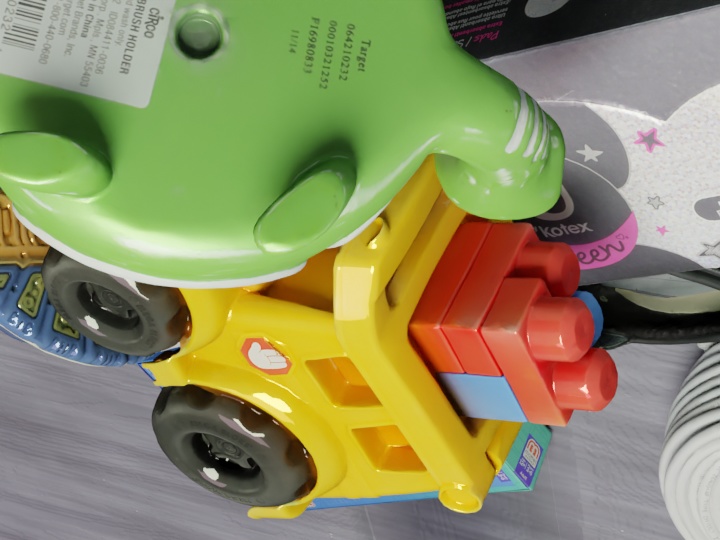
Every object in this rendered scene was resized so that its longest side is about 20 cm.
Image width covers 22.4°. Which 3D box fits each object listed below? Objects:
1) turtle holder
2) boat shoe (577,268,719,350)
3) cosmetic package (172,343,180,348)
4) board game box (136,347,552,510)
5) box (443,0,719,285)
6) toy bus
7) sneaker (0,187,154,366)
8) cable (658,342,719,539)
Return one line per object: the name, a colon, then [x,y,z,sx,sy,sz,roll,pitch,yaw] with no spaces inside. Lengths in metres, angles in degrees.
turtle holder: [-0.034,-0.066,0.570,0.184,0.142,0.132,-16,174,-9]
boat shoe: [0.119,0.009,0.877,0.198,0.066,0.075,3,139,29]
cosmetic package: [-0.174,-0.033,1.018,0.082,0.051,0.200,-17,127,41]
board game box: [-0.011,0.074,1.059,0.199,0.045,0.152,-10,131,40]
box: [0.119,-0.078,0.724,0.199,0.115,0.132,-7,133,38]
toy bus: [0.000,0.000,0.692,0.191,0.136,0.200,1,137,39]
sneaker: [-0.110,0.001,0.773,0.088,0.076,0.200,3,179,36]
cable: [0.251,0.108,0.919,0.199,0.069,0.201,14,143,16]
